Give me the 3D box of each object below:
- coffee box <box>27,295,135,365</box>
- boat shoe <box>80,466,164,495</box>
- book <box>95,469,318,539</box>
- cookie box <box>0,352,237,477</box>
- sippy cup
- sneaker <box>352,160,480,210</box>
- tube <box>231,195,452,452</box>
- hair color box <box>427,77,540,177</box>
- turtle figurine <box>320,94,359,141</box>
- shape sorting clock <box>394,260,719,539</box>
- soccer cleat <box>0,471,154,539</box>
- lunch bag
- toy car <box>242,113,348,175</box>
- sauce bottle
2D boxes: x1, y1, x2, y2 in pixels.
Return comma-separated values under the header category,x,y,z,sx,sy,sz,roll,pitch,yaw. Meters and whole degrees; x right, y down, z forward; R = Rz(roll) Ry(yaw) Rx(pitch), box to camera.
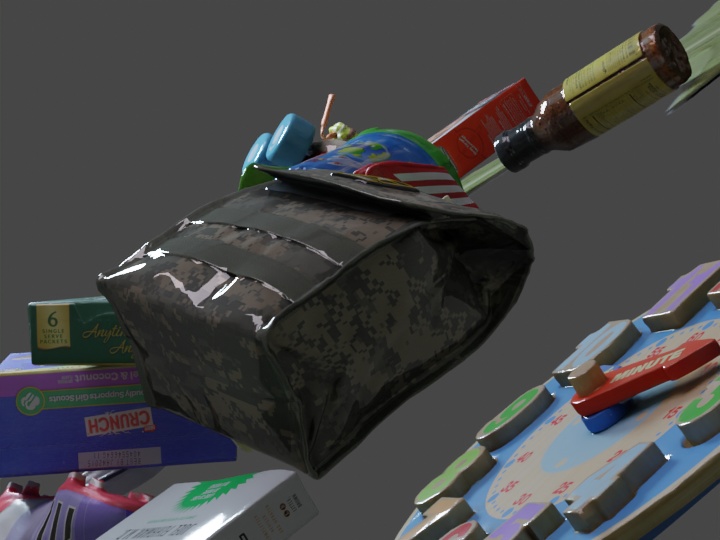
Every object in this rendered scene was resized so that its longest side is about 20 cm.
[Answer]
category,x,y,z,sx,sy,sz,roll,pitch,yaw
coffee box,-0.127,0.037,1.127,0.122,0.044,0.200,-1,0,15
boat shoe,-0.168,0.120,1.351,0.200,0.070,0.071,-36,5,-15
book,-0.127,0.169,0.809,0.200,0.048,0.133,-35,9,-33
cookie box,-0.178,0.097,1.213,0.170,0.076,0.200,-3,2,-9
sippy cup,-0.007,-0.036,1.257,0.177,0.140,0.130,-19,-2,33
sneaker,0.000,0.000,1.139,0.200,0.116,0.078,-38,6,-29
tube,-0.006,0.039,1.055,0.200,0.058,0.052,-34,31,5
hair color box,0.140,-0.170,2.185,0.200,0.061,0.101,-38,7,-31
turtle figurine,0.003,-0.123,2.155,0.064,0.201,0.161,-14,-11,11
shape sorting clock,0.085,0.050,0.564,0.199,0.039,0.200,-34,5,3
soccer cleat,-0.196,0.180,1.107,0.200,0.066,0.077,-12,60,54
lunch bag,-0.020,0.006,0.965,0.200,0.118,0.164,-36,33,-30
toy car,-0.059,-0.042,1.915,0.201,0.184,0.177,-66,16,-18
sauce bottle,0.213,-0.157,1.559,0.199,0.066,0.066,-29,7,33
